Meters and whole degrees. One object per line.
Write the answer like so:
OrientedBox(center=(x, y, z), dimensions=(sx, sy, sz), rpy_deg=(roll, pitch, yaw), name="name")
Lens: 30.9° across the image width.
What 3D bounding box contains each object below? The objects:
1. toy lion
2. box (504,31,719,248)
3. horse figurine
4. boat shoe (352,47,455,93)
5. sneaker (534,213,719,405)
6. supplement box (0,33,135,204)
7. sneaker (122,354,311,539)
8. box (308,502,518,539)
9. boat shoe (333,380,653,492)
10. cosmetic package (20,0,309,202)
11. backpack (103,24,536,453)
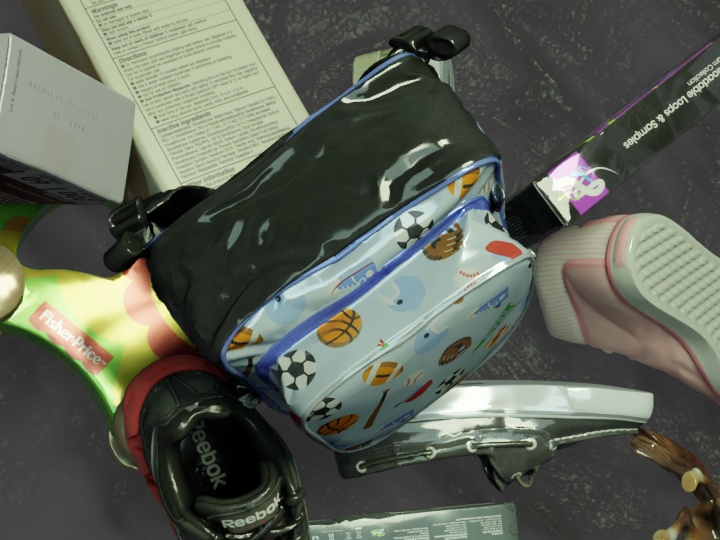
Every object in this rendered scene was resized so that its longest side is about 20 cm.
OrientedBox(center=(-0.116, 0.008, 0.772), dimensions=(0.200, 0.069, 0.192), rpy_deg=(39, 69, -3), name="toy lion")
OrientedBox(center=(0.164, -0.082, 0.796), dimensions=(0.200, 0.143, 0.036), rpy_deg=(-36, 88, -15), name="box")
OrientedBox(center=(0.217, 0.192, 0.791), dimensions=(0.050, 0.133, 0.200), rpy_deg=(-18, 69, 26), name="horse figurine")
OrientedBox(center=(0.027, -0.042, 0.809), dimensions=(0.062, 0.072, 0.200), rpy_deg=(-2, 81, 17), name="boat shoe")
OrientedBox(center=(0.188, 0.029, 0.827), dimensions=(0.200, 0.105, 0.075), rpy_deg=(36, 64, -34), name="sneaker")
OrientedBox(center=(-0.233, -0.074, 0.685), dimensions=(0.200, 0.109, 0.061), rpy_deg=(2, 79, 25), name="supplement box")
OrientedBox(center=(-0.059, 0.140, 0.680), dimensions=(0.071, 0.098, 0.201), rpy_deg=(-27, 99, -17), name="sneaker")
OrientedBox(center=(-0.001, 0.222, 0.761), dimensions=(0.200, 0.051, 0.158), rpy_deg=(-4, 81, -12), name="box")
OrientedBox(center=(0.079, 0.101, 0.790), dimensions=(0.200, 0.070, 0.066), rpy_deg=(0, 89, -11), name="boat shoe")
OrientedBox(center=(-0.111, -0.113, 0.757), dimensions=(0.105, 0.071, 0.200), rpy_deg=(-22, 74, -25), name="cosmetic package")
OrientedBox(center=(0.000, 0.000, 0.672), dimensions=(0.200, 0.191, 0.154), rpy_deg=(-31, 77, -1), name="backpack")
